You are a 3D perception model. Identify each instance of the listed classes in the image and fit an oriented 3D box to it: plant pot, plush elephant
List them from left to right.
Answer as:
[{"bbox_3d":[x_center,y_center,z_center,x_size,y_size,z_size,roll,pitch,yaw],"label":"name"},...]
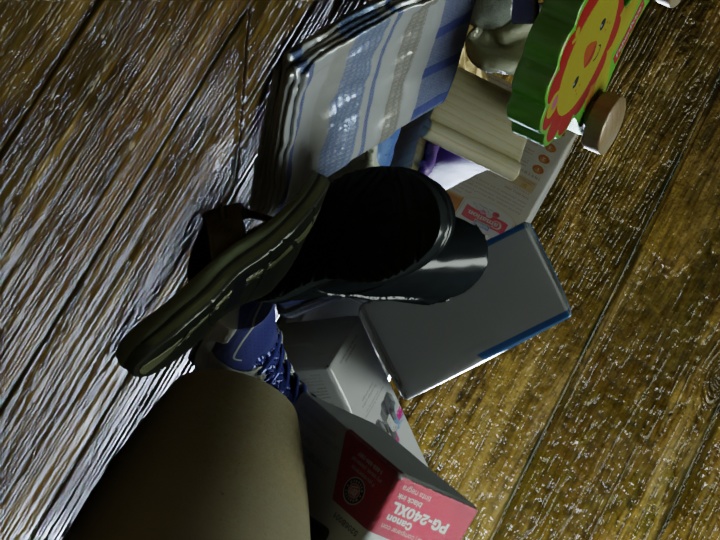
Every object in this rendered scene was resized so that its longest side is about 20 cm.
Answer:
[{"bbox_3d":[-0.109,0.174,1.505,0.188,0.186,0.201,108,-4,-54],"label":"plant pot"},{"bbox_3d":[0.123,-0.253,1.764,0.155,0.165,0.200,-31,145,10],"label":"plush elephant"}]

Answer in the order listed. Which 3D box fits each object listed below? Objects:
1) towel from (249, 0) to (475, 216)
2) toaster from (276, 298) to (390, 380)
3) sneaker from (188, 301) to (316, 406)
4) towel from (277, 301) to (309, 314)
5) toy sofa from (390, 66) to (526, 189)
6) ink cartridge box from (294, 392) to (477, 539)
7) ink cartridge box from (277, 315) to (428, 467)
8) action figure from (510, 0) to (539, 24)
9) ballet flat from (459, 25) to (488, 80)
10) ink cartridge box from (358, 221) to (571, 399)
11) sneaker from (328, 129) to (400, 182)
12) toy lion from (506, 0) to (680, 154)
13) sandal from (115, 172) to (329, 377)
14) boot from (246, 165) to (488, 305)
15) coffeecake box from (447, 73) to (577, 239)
[{"bbox_3d":[0.006,-0.124,1.498,0.200,0.024,0.147,-34,152,-37],"label":"towel"},{"bbox_3d":[-0.025,0.071,1.972,0.200,0.113,0.130,47,66,-81],"label":"toaster"},{"bbox_3d":[-0.067,0.088,1.653,0.081,0.115,0.200,-60,173,-38],"label":"sneaker"},{"bbox_3d":[0.000,0.000,1.789,0.146,0.024,0.200,-22,177,-2],"label":"towel"},{"bbox_3d":[0.050,-0.082,1.752,0.200,0.083,0.098,-23,-135,66],"label":"toy sofa"},{"bbox_3d":[-0.029,0.211,1.583,0.145,0.083,0.201,35,-83,52],"label":"ink cartridge box"},{"bbox_3d":[-0.024,0.138,1.769,0.068,0.115,0.201,-58,133,-46],"label":"ink cartridge box"},{"bbox_3d":[0.085,-0.262,1.567,0.193,0.104,0.201,57,37,-77],"label":"action figure"},{"bbox_3d":[0.086,-0.156,2.012,0.063,0.068,0.200,-50,143,-20],"label":"ballet flat"},{"bbox_3d":[0.080,0.033,1.773,0.146,0.086,0.200,-27,176,0],"label":"ink cartridge box"},{"bbox_3d":[0.009,-0.108,1.657,0.111,0.077,0.200,-46,157,-40],"label":"sneaker"},{"bbox_3d":[0.165,-0.178,1.597,0.201,0.068,0.192,-63,163,-7],"label":"toy lion"},{"bbox_3d":[-0.087,-0.010,1.400,0.201,0.057,0.080,-39,165,-40],"label":"sandal"},{"bbox_3d":[0.033,-0.022,1.558,0.168,0.077,0.200,-2,168,-45],"label":"boot"},{"bbox_3d":[0.100,-0.094,2.122,0.200,0.153,0.073,-58,172,-42],"label":"coffeecake box"}]
